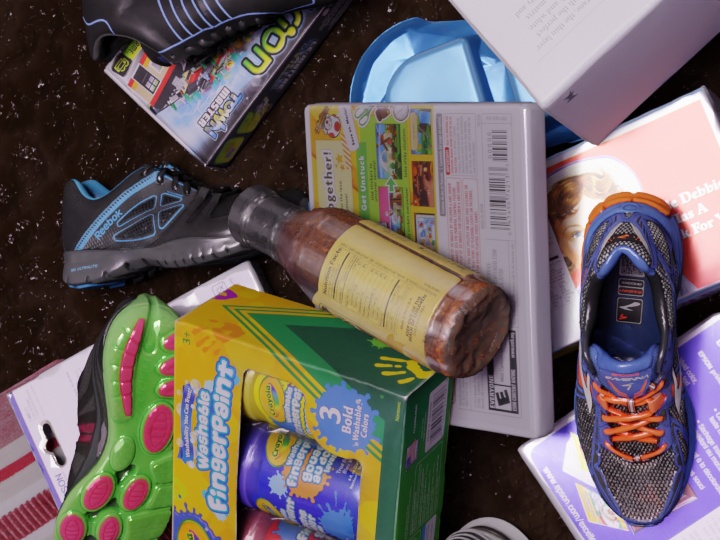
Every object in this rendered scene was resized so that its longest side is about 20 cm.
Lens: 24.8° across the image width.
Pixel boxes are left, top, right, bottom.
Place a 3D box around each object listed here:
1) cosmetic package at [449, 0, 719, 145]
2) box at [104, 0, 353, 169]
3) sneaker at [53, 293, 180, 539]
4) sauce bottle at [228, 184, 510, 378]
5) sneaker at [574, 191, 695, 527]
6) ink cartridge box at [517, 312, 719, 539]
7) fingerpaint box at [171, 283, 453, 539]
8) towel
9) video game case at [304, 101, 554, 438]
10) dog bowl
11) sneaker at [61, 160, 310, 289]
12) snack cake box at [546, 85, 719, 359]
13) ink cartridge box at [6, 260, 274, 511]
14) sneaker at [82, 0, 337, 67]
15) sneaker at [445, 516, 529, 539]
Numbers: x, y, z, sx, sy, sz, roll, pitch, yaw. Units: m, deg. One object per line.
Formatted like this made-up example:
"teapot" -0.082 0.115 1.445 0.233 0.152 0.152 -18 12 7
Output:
"cosmetic package" 0.135 -0.218 0.952 0.199 0.123 0.200 -42 68 13
"box" -0.078 -0.182 1.134 0.110 0.035 0.200 42 104 16
"sneaker" -0.156 0.109 1.089 0.076 0.084 0.201 14 104 -18
"sauce bottle" 0.000 0.000 1.006 0.200 0.066 0.066 29 101 38
"sneaker" 0.154 0.059 0.955 0.075 0.078 0.201 -4 104 16
"ink cartridge box" 0.233 0.137 1.004 0.200 0.043 0.199 -36 78 14
"fingerpaint box" -0.035 0.130 1.041 0.166 0.073 0.201 17 117 25
"towel" -0.206 0.171 1.140 0.200 0.144 0.023 51 145 11
"video game case" 0.041 -0.005 1.024 0.181 0.023 0.201 5 102 42
"dog bowl" 0.092 -0.121 1.059 0.199 0.050 0.112 -18 83 20
"sneaker" -0.125 -0.039 1.132 0.199 0.073 0.082 -9 86 21
"snack cake box" 0.151 -0.020 1.026 0.199 0.067 0.116 -24 80 20
"ink cartridge box" -0.138 0.083 1.138 0.199 0.039 0.100 -27 81 7
"sneaker" -0.098 -0.174 1.090 0.199 0.070 0.078 5 96 27
"sneaker" 0.114 0.244 1.014 0.201 0.115 0.076 46 105 15
